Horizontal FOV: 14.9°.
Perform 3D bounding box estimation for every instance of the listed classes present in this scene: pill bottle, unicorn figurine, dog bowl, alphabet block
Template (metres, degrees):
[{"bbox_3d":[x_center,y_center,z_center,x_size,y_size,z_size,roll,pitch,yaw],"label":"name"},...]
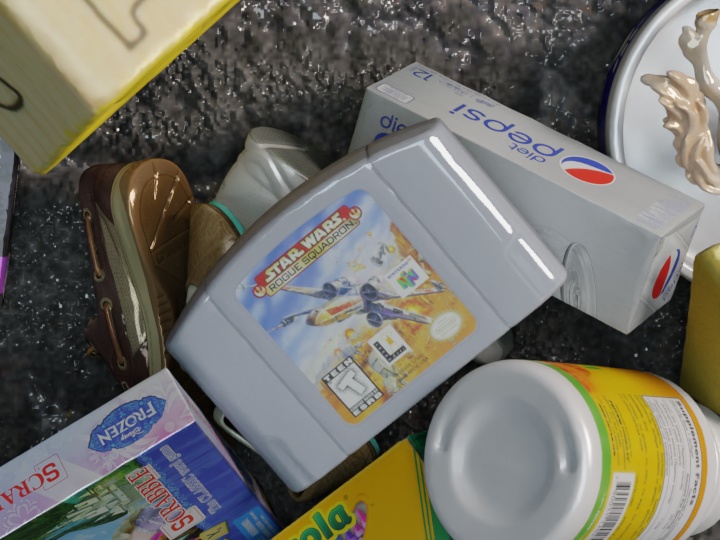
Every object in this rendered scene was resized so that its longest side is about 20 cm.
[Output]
[{"bbox_3d":[0.134,0.110,1.562,0.111,0.200,0.112,-4,83,35],"label":"pill bottle"},{"bbox_3d":[0.268,-0.096,1.549,0.199,0.074,0.138,-15,104,13],"label":"unicorn figurine"},{"bbox_3d":[0.240,-0.082,1.617,0.199,0.079,0.201,0,95,-2],"label":"dog bowl"},{"bbox_3d":[-0.158,-0.201,1.513,0.196,0.195,0.200,-43,94,-17],"label":"alphabet block"}]

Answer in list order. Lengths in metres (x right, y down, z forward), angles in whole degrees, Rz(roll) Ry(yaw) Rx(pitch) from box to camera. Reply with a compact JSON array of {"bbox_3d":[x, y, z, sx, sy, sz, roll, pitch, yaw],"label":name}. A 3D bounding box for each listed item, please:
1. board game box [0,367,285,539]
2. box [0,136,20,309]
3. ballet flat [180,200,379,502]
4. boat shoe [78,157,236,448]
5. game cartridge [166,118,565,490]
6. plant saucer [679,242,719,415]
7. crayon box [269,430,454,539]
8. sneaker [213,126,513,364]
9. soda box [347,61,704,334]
[{"bbox_3d":[-0.158,0.156,1.562,0.199,0.200,0.041,-31,62,1],"label":"board game box"},{"bbox_3d":[-0.269,-0.084,1.616,0.142,0.036,0.201,8,95,-4],"label":"box"},{"bbox_3d":[-0.062,0.056,1.596,0.072,0.068,0.200,-38,119,-15],"label":"ballet flat"},{"bbox_3d":[-0.126,0.031,1.620,0.072,0.072,0.201,1,112,39],"label":"boat shoe"},{"bbox_3d":[-0.003,0.015,1.523,0.200,0.042,0.133,-39,107,11],"label":"game cartridge"},{"bbox_3d":[0.288,0.030,1.568,0.199,0.200,0.049,-11,64,-1],"label":"plant saucer"},{"bbox_3d":[-0.004,0.196,1.593,0.200,0.058,0.119,-39,78,20],"label":"crayon box"},{"bbox_3d":[0.000,0.000,1.624,0.200,0.070,0.080,35,108,-2],"label":"sneaker"},{"bbox_3d":[0.091,-0.043,1.574,0.199,0.063,0.069,28,120,20],"label":"soda box"}]
